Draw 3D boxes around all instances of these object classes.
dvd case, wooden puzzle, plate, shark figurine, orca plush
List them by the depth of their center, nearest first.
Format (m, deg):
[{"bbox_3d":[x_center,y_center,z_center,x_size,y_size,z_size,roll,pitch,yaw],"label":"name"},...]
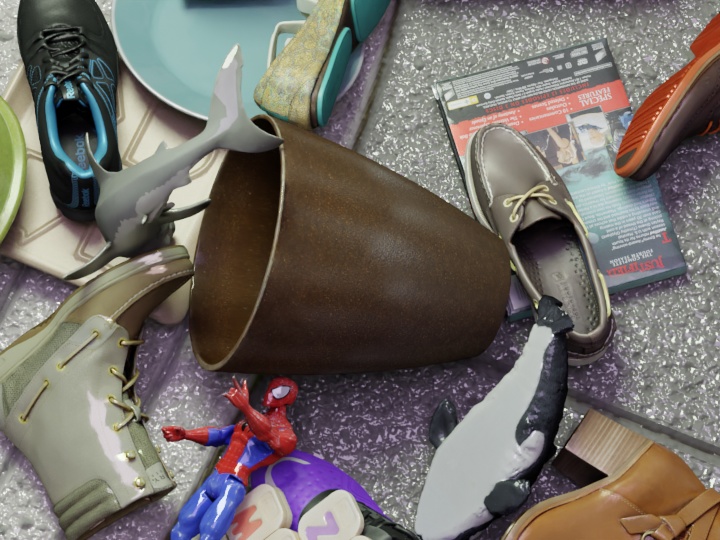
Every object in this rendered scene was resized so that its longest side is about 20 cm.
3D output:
[{"bbox_3d":[-0.154,-0.070,1.486,0.128,0.214,0.090,-24,77,-35],"label":"shark figurine"},{"bbox_3d":[0.112,0.115,1.551,0.105,0.071,0.200,20,93,43],"label":"orca plush"},{"bbox_3d":[-0.191,-0.072,1.639,0.200,0.046,0.185,24,73,3],"label":"wooden puzzle"},{"bbox_3d":[0.152,-0.072,1.651,0.146,0.022,0.200,-16,71,-6],"label":"dvd case"},{"bbox_3d":[-0.096,-0.184,1.663,0.200,0.026,0.200,7,54,-9],"label":"plate"}]

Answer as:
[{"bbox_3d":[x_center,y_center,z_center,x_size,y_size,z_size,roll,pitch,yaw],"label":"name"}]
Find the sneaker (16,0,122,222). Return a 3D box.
[{"bbox_3d":[-0.212,-0.141,1.591,0.073,0.082,0.200,-12,74,-8],"label":"sneaker"}]

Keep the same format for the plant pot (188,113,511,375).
[{"bbox_3d":[0.000,0.000,1.552,0.200,0.187,0.187,13,70,-21],"label":"plant pot"}]

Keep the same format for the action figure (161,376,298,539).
[{"bbox_3d":[-0.114,0.146,1.493,0.065,0.099,0.200,13,63,48],"label":"action figure"}]

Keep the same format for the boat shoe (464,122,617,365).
[{"bbox_3d":[0.134,-0.028,1.593,0.072,0.060,0.200,-20,74,-6],"label":"boat shoe"}]

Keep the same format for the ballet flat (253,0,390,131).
[{"bbox_3d":[-0.028,-0.188,1.631,0.071,0.071,0.200,20,54,6],"label":"ballet flat"}]

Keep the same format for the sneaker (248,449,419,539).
[{"bbox_3d":[0.003,0.193,1.516,0.200,0.100,0.070,43,74,12],"label":"sneaker"}]

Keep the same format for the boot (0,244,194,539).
[{"bbox_3d":[-0.171,0.089,1.543,0.200,0.072,0.155,-37,75,17],"label":"boot"}]

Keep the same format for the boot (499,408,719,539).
[{"bbox_3d":[0.179,0.214,1.529,0.155,0.074,0.200,35,77,6],"label":"boot"}]

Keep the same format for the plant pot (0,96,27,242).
[{"bbox_3d":[-0.374,-0.094,1.535,0.200,0.190,0.200,-9,64,20],"label":"plant pot"}]

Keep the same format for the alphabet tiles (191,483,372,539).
[{"bbox_3d":[-0.063,0.250,1.480,0.196,0.015,0.200,-39,53,16],"label":"alphabet tiles"}]

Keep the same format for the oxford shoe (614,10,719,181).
[{"bbox_3d":[0.270,-0.131,1.641,0.073,0.071,0.200,44,68,-7],"label":"oxford shoe"}]
